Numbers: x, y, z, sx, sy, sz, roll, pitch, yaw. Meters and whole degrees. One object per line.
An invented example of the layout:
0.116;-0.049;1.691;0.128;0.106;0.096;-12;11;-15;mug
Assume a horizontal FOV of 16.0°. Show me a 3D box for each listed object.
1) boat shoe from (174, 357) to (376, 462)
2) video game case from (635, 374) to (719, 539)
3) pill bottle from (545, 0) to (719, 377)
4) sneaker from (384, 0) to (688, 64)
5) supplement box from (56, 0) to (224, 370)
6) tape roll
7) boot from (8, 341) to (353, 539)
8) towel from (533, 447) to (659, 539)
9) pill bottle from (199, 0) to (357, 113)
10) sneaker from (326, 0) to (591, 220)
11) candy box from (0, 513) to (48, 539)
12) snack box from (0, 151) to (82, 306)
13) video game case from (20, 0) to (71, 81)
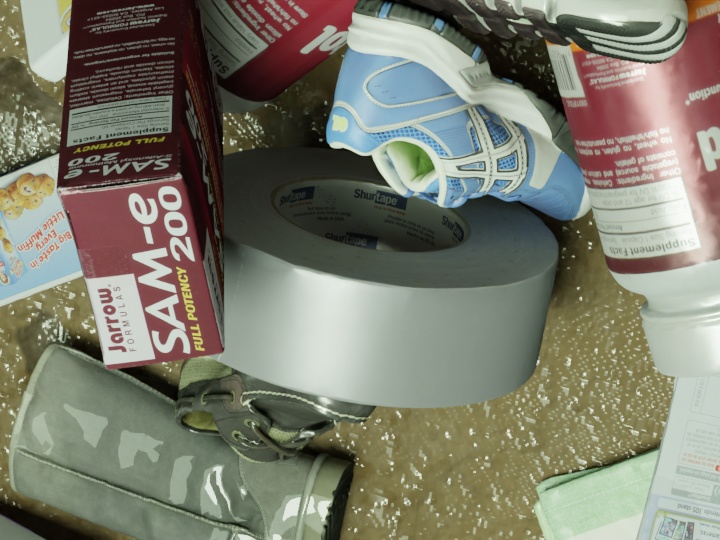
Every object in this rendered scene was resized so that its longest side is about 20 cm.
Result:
-0.046;0.072;1.375;0.072;0.201;0.066;18;85;-26;boat shoe
0.240;0.155;1.303;0.199;0.045;0.182;12;73;14;video game case
0.169;-0.056;1.286;0.114;0.114;0.201;-12;102;25;pill bottle
0.074;-0.174;1.222;0.199;0.076;0.116;16;83;20;sneaker
-0.102;-0.060;1.221;0.061;0.200;0.109;-8;129;4;supplement box
0.000;0.000;1.324;0.200;0.200;0.066;17;111;16;tape roll
-0.115;0.154;1.491;0.199;0.073;0.183;15;98;10;boot
0.195;0.189;1.405;0.152;0.023;0.201;-20;97;25;towel
-0.052;-0.156;1.346;0.200;0.113;0.113;-35;92;28;pill bottle
0.049;-0.066;1.301;0.076;0.200;0.077;17;80;46;sneaker
-0.246;0.247;1.546;0.167;0.071;0.201;21;114;36;candy box
-0.191;-0.025;1.491;0.199;0.024;0.072;-19;99;26;snack box
-0.110;-0.222;1.335;0.200;0.023;0.183;-35;49;27;video game case
